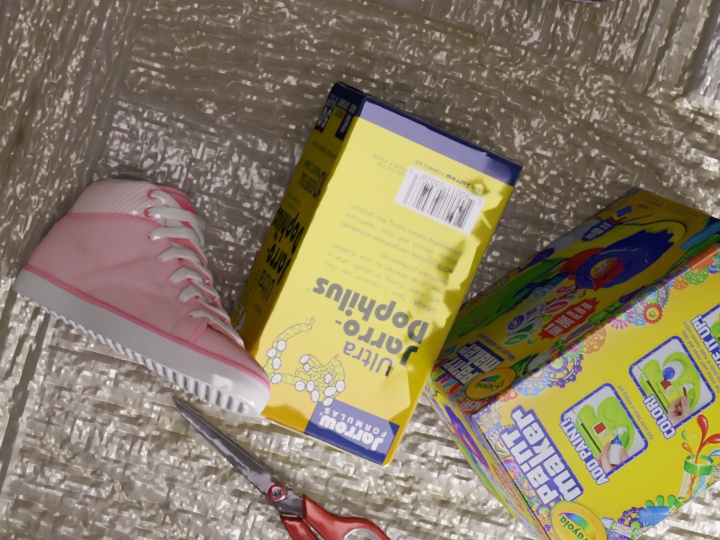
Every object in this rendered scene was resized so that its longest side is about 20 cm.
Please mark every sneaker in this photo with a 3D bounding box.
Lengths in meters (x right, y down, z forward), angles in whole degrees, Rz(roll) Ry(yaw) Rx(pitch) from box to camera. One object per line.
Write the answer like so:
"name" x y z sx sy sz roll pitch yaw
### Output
"sneaker" -0.112 0.006 1.291 0.105 0.200 0.075 -57 141 -9

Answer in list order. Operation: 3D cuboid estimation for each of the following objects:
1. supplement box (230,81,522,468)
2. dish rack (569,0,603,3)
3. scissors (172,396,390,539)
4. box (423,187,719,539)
"supplement box" 0.000 0.000 1.340 0.109 0.109 0.201 23 94 -13
"dish rack" 0.127 -0.270 1.353 0.153 0.055 0.201 15 98 -12
"scissors" -0.041 0.145 1.407 0.073 0.014 0.200 -32 102 -2
"box" 0.151 0.062 1.334 0.192 0.200 0.122 -35 104 -5
